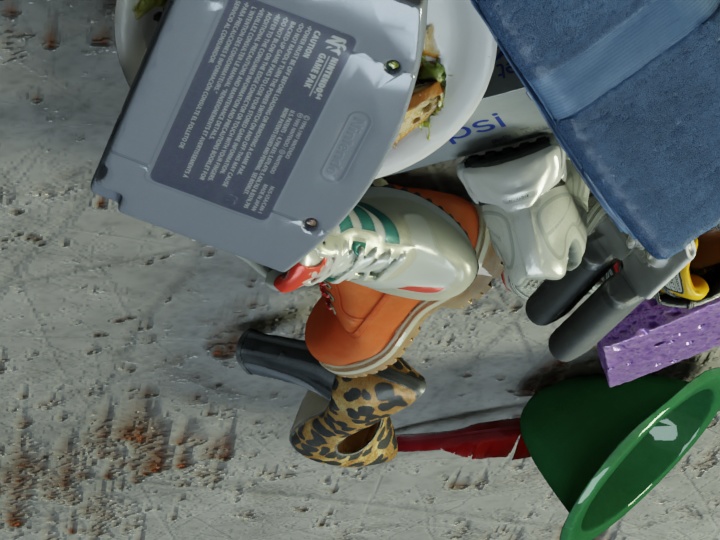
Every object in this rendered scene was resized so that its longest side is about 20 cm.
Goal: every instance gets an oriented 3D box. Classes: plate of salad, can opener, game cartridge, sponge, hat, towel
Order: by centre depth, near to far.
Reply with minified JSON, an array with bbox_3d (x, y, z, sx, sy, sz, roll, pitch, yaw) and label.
[{"bbox_3d":[-0.046,-0.088,1.418,0.133,0.041,0.200,23,133,-7],"label":"game cartridge"},{"bbox_3d":[0.137,-0.112,1.427,0.111,0.049,0.200,-33,110,4],"label":"towel"},{"bbox_3d":[-0.029,-0.114,1.449,0.199,0.048,0.201,2,132,2],"label":"plate of salad"},{"bbox_3d":[0.158,-0.006,1.643,0.067,0.053,0.200,-29,171,-22],"label":"can opener"},{"bbox_3d":[0.244,0.015,1.798,0.199,0.030,0.112,-22,163,3],"label":"sponge"},{"bbox_3d":[0.142,0.091,2.071,0.200,0.176,0.166,-41,160,-16],"label":"hat"}]

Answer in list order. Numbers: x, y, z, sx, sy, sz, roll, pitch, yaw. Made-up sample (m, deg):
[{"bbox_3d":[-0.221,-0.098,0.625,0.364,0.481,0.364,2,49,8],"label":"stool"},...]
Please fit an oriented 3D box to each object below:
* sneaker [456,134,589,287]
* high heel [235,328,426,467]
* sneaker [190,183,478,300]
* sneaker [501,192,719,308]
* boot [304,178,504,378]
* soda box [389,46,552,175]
[{"bbox_3d":[0.100,-0.038,1.617,0.075,0.082,0.200,-16,-174,13],"label":"sneaker"},{"bbox_3d":[0.016,0.102,1.942,0.142,0.072,0.200,11,161,34],"label":"high heel"},{"bbox_3d":[-0.021,-0.012,1.636,0.199,0.094,0.070,25,127,-21],"label":"sneaker"},{"bbox_3d":[0.179,-0.018,1.721,0.199,0.082,0.078,-14,122,19],"label":"sneaker"},{"bbox_3d":[0.000,0.000,1.776,0.107,0.075,0.200,17,146,-24],"label":"boot"},{"bbox_3d":[0.025,-0.099,1.544,0.199,0.069,0.063,-13,156,17],"label":"soda box"}]
